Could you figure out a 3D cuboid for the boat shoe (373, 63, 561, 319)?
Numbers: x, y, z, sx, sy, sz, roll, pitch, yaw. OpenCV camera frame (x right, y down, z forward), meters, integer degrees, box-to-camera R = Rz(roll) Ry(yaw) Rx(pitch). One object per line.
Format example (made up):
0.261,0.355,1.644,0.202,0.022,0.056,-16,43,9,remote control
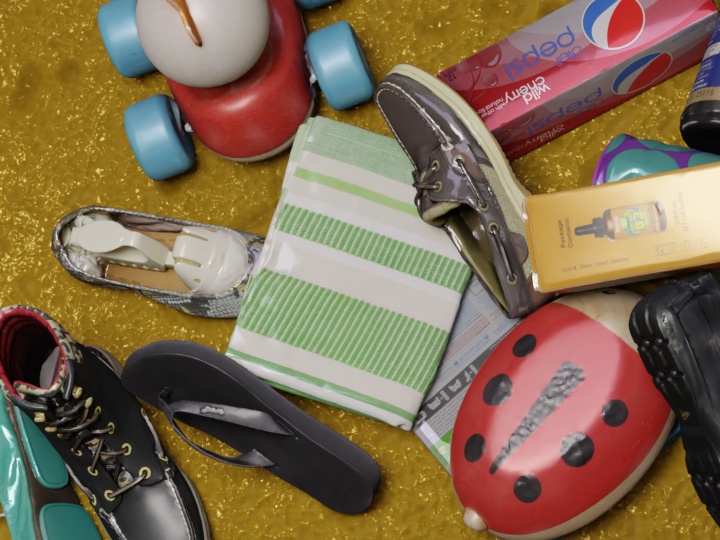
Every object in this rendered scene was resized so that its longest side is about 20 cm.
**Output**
0.070,-0.056,1.363,0.065,0.073,0.200,-35,80,-24,boat shoe

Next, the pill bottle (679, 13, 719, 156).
0.305,-0.167,1.361,0.112,0.112,0.200,17,77,19,pill bottle

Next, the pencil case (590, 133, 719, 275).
0.257,-0.028,1.341,0.200,0.085,0.093,18,66,20,pencil case

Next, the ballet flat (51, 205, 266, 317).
-0.142,-0.009,1.447,0.200,0.072,0.072,9,74,17,ballet flat

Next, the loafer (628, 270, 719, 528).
0.244,0.097,1.280,0.070,0.068,0.201,-27,99,-20,loafer

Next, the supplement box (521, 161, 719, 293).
0.211,-0.032,1.278,0.200,0.069,0.067,-9,85,19,supplement box

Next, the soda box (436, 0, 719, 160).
0.160,-0.152,1.416,0.200,0.070,0.064,-28,68,4,soda box

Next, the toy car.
-0.111,-0.189,1.420,0.184,0.200,0.177,-20,68,7,toy car

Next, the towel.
0.000,0.000,1.393,0.152,0.023,0.200,19,74,0,towel

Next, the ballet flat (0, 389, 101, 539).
-0.236,0.177,1.418,0.070,0.067,0.200,-35,64,28,ballet flat

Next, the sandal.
-0.079,0.111,1.359,0.200,0.076,0.043,28,48,5,sandal

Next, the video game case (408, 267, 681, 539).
0.108,0.087,1.377,0.143,0.018,0.200,-40,67,-2,video game case

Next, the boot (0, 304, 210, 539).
-0.186,0.123,1.366,0.073,0.154,0.204,-32,66,3,boot

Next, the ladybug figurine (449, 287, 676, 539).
0.135,0.094,1.318,0.136,0.072,0.200,34,83,22,ladybug figurine
